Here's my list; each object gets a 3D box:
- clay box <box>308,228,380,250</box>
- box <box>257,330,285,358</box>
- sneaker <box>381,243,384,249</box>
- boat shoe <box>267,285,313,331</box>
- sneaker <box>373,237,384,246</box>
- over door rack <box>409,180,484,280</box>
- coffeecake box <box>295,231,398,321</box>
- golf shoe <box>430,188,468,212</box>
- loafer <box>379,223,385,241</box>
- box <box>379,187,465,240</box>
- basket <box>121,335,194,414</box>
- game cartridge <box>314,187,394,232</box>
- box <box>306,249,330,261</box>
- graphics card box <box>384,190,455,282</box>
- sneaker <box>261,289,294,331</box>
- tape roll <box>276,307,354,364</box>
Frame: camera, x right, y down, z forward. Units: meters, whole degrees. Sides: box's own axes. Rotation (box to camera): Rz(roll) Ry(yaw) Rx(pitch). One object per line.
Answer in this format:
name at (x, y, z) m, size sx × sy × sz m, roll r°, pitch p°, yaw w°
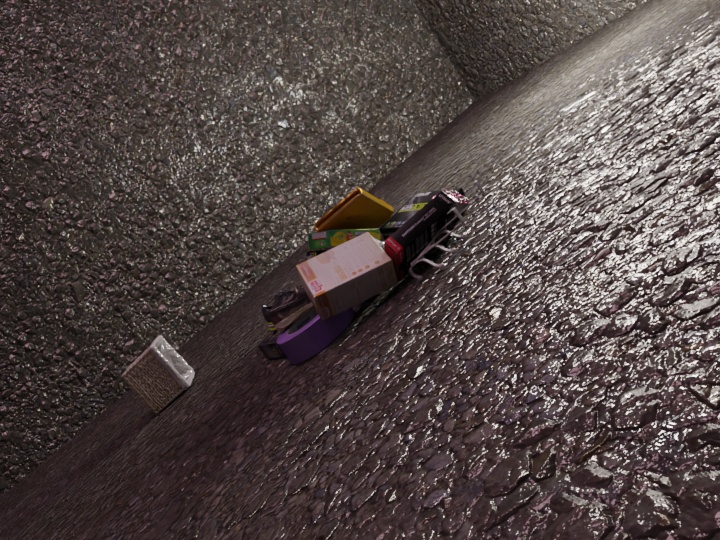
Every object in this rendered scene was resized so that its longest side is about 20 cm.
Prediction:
clay box at (-0.033, -0.087, 1.723) m, size 0.196 × 0.049 × 0.113 m, roll -6°, pitch 1°, yaw -38°
box at (-0.173, 0.154, 1.703) m, size 0.200 × 0.049 × 0.157 m, roll -43°, pitch 11°, yaw -28°
sneaker at (0.041, -0.002, 1.582) m, size 0.079 × 0.076 × 0.200 m, roll -29°, pitch 13°, yaw 47°
boat shoe at (-0.146, 0.069, 1.569) m, size 0.198 × 0.065 × 0.072 m, roll -39°, pitch 10°, yaw -7°
sneaker at (-0.007, -0.010, 1.645) m, size 0.087 × 0.082 × 0.200 m, roll 31°, pitch 65°, yaw 34°
over door rack at (0.194, -0.076, 1.349) m, size 0.148 × 0.066 × 0.201 m, roll -48°, pitch -6°, yaw -47°
coffeecake box at (-0.034, 0.010, 1.456) m, size 0.196 × 0.075 × 0.154 m, roll -25°, pitch 35°, yaw -10°
golf shoe at (0.221, -0.156, 1.639) m, size 0.199 × 0.074 × 0.093 m, roll -26°, pitch -36°, yaw -55°
loafer at (0.048, -0.093, 1.930) m, size 0.068 × 0.072 × 0.199 m, roll -5°, pitch -23°, yaw -39°
box at (0.176, -0.161, 1.790) m, size 0.193 × 0.048 × 0.198 m, roll -46°, pitch 25°, yaw -26°
basket at (-0.714, 0.370, 2.228) m, size 0.160 × 0.201 × 0.198 m, roll -42°, pitch 10°, yaw -4°
game cartridge at (-0.014, -0.147, 1.778) m, size 0.175 × 0.033 × 0.198 m, roll -37°, pitch -26°, yaw 20°
box at (-0.048, -0.037, 1.819) m, size 0.194 × 0.046 × 0.160 m, roll -1°, pitch 1°, yaw -16°
graphics card box at (0.140, -0.079, 1.470) m, size 0.199 × 0.051 × 0.127 m, roll -41°, pitch -28°, yaw -17°
sneaker at (-0.187, 0.081, 1.703) m, size 0.198 × 0.082 × 0.074 m, roll -37°, pitch 10°, yaw 3°
tape roll at (-0.108, 0.136, 1.518) m, size 0.198 × 0.066 × 0.200 m, roll -36°, pitch 10°, yaw 7°
